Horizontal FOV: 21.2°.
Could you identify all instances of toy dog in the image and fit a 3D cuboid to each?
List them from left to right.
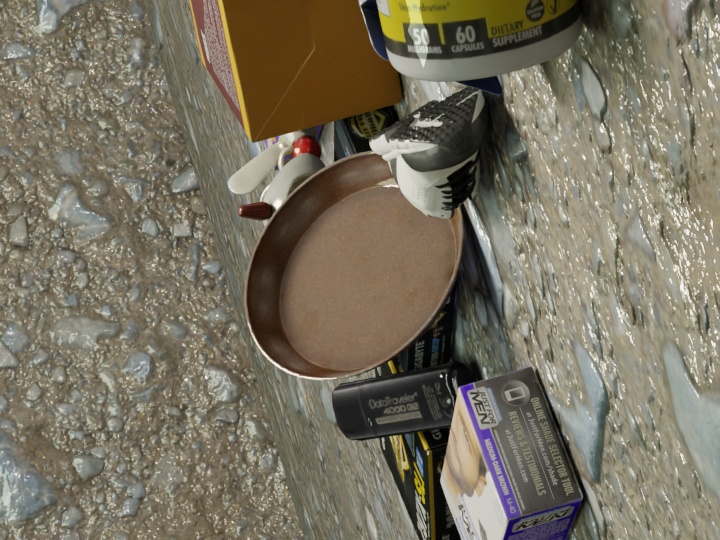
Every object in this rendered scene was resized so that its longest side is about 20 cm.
[{"bbox_3d":[-0.072,-0.083,1.657,0.132,0.096,0.200,-67,28,17],"label":"toy dog"}]

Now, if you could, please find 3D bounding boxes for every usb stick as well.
[{"bbox_3d":[0.038,0.114,1.660,0.200,0.033,0.056,-16,92,57],"label":"usb stick"}]

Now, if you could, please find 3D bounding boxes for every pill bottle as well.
[{"bbox_3d":[0.051,-0.211,1.027,0.111,0.111,0.200,-128,23,-66],"label":"pill bottle"}]

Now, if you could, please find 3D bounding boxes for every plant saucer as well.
[{"bbox_3d":[0.000,0.000,1.514,0.034,0.200,0.200,40,-160,-47],"label":"plant saucer"}]

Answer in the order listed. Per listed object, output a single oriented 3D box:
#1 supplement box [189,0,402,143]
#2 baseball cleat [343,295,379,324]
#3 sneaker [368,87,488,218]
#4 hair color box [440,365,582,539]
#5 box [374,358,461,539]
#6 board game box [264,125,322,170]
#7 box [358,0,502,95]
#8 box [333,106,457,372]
[{"bbox_3d":[-0.069,-0.246,1.604,0.200,0.133,0.198,-123,20,-60],"label":"supplement box"},{"bbox_3d":[-0.009,0.026,1.617,0.200,0.070,0.107,125,134,-73],"label":"baseball cleat"},{"bbox_3d":[0.062,-0.080,1.357,0.080,0.074,0.200,60,176,-4],"label":"sneaker"},{"bbox_3d":[0.110,0.165,1.451,0.200,0.065,0.109,97,156,-63],"label":"hair color box"},{"bbox_3d":[0.059,0.160,1.787,0.200,0.049,0.160,86,163,-49],"label":"box"},{"bbox_3d":[-0.083,-0.198,2.032,0.200,0.045,0.135,117,136,-76],"label":"board game box"},{"bbox_3d":[0.030,-0.205,1.161,0.032,0.121,0.200,-34,61,33],"label":"box"},{"bbox_3d":[0.028,-0.033,1.652,0.159,0.046,0.200,91,160,-60],"label":"box"}]
